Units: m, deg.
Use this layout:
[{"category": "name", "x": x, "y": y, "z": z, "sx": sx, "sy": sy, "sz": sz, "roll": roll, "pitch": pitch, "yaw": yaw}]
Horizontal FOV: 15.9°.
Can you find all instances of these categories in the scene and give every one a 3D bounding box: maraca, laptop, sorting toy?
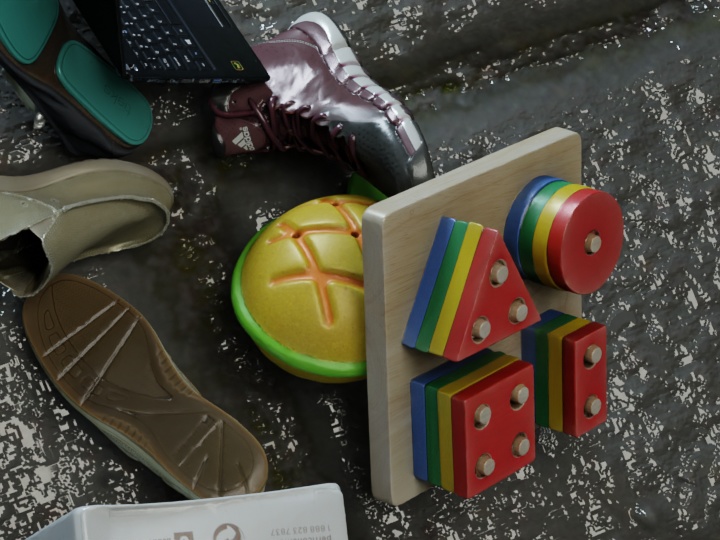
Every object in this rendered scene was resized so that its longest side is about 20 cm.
[{"category": "maraca", "x": 0.000, "y": 0.000, "z": 1.698, "sx": 0.137, "sy": 0.107, "sz": 0.200, "roll": 36, "pitch": 49, "yaw": 15}, {"category": "laptop", "x": -0.146, "y": -0.215, "z": 1.631, "sx": 0.199, "sy": 0.103, "sz": 0.178, "roll": -4, "pitch": 52, "yaw": -47}, {"category": "sorting toy", "x": 0.095, "y": 0.033, "z": 1.664, "sx": 0.199, "sy": 0.069, "sz": 0.200, "roll": -24, "pitch": 121, "yaw": -43}]

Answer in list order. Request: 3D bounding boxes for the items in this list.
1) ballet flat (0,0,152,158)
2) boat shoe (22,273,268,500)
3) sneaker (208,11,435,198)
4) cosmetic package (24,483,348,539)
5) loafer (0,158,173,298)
[{"category": "ballet flat", "x": -0.211, "y": -0.141, "z": 1.637, "sx": 0.200, "sy": 0.073, "sz": 0.073, "roll": 50, "pitch": 59, "yaw": -37}, {"category": "boat shoe", "x": -0.138, "y": 0.084, "z": 1.642, "sx": 0.200, "sy": 0.065, "sz": 0.072, "roll": 41, "pitch": 72, "yaw": 13}, {"category": "sneaker", "x": -0.035, "y": -0.085, "z": 1.696, "sx": 0.115, "sy": 0.076, "sz": 0.200, "roll": -22, "pitch": 42, "yaw": -14}, {"category": "cosmetic package", "x": -0.109, "y": 0.229, "z": 1.536, "sx": 0.166, "sy": 0.200, "sz": 0.168, "roll": -3, "pitch": 77, "yaw": -23}, {"category": "loafer", "x": -0.201, "y": -0.021, "z": 1.620, "sx": 0.199, "sy": 0.076, "sz": 0.069, "roll": -7, "pitch": 61, "yaw": -35}]
